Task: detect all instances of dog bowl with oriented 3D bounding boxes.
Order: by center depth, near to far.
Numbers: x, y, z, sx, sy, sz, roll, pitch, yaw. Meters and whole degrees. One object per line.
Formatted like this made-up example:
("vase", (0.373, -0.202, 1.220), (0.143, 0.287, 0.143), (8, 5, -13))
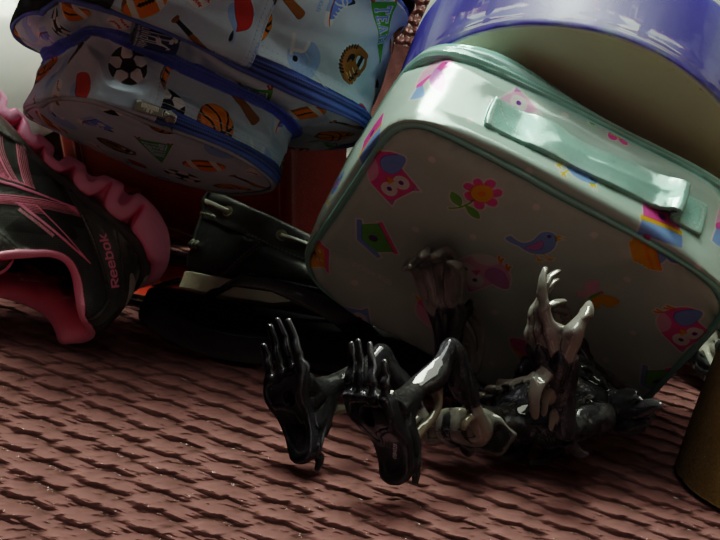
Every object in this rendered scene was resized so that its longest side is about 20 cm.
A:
("dog bowl", (0.115, -0.074, 0.988), (0.199, 0.201, 0.079), (12, 47, 12))

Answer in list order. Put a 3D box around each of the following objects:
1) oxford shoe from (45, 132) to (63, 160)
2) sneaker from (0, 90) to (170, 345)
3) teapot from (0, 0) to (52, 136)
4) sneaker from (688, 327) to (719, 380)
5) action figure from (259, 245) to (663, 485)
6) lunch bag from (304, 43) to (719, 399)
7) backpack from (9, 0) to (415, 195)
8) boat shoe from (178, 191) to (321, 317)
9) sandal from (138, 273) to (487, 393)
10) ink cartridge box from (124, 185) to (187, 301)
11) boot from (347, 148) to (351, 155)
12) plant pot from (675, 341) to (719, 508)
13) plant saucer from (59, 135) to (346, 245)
("oxford shoe", (-0.170, -0.090, 1.350), (0.200, 0.085, 0.073), (13, -11, 40))
("sneaker", (-0.195, -0.033, 0.966), (0.200, 0.079, 0.096), (33, 48, -7))
("teapot", (-0.278, -0.151, 1.294), (0.197, 0.147, 0.200), (-11, 19, 39))
("sneaker", (0.235, -0.009, 1.164), (0.079, 0.201, 0.078), (15, -34, -21))
("action figure", (0.059, 0.041, 0.870), (0.200, 0.103, 0.119), (-3, 5, -44))
("lunch bag", (0.086, -0.016, 0.944), (0.199, 0.161, 0.077), (27, 47, -6))
("backpack", (-0.077, -0.120, 0.988), (0.190, 0.155, 0.200), (13, 1, -21))
("boat shoe", (0.000, 0.000, 1.089), (0.199, 0.068, 0.072), (11, -12, 1))
("sandal", (-0.018, 0.027, 1.022), (0.199, 0.043, 0.076), (9, 11, -4))
("ink cartridge box", (-0.187, -0.030, 1.149), (0.199, 0.051, 0.109), (12, 10, 16))
("boot", (0.018, -0.085, 1.266), (0.210, 0.158, 0.080), (10, 50, -36))
("plant pot", (0.260, 0.019, 0.900), (0.186, 0.201, 0.186), (10, 12, -2))
("plant saucer", (-0.106, -0.071, 1.168), (0.199, 0.037, 0.200), (20, -29, 11))
